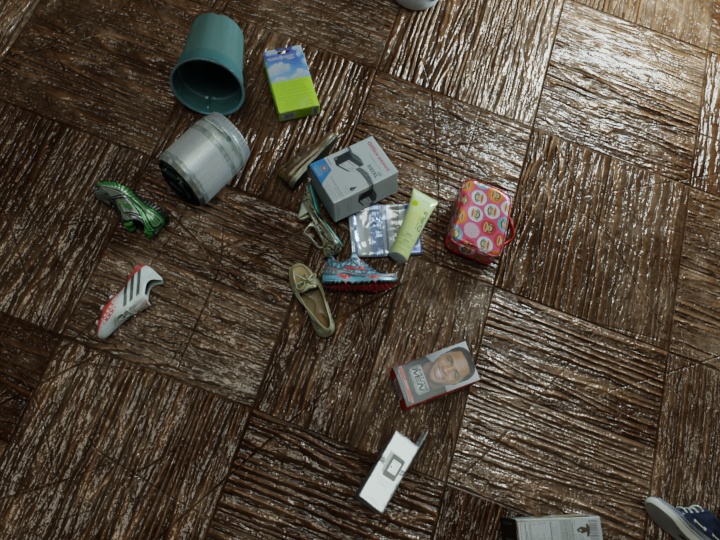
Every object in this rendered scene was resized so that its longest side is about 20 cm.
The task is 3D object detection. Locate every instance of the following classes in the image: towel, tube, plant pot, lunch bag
[{"bbox_3d":[0.063,-0.109,1.632,0.193,0.024,0.152,-2,72,-7],"label":"towel"},{"bbox_3d":[0.134,-0.118,1.610,0.051,0.058,0.204,4,58,42],"label":"tube"},{"bbox_3d":[-0.396,-0.562,1.657,0.193,0.202,0.202,4,62,-5],"label":"plant pot"},{"bbox_3d":[0.325,-0.126,1.636,0.171,0.082,0.205,19,69,0],"label":"lunch bag"}]

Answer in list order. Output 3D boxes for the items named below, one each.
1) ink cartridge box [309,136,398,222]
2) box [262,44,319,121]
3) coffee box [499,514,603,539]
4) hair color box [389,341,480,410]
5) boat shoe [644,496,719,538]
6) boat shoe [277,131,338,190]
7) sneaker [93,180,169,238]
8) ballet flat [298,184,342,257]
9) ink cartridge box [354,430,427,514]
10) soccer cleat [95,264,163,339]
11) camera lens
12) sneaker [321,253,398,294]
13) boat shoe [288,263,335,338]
[{"bbox_3d":[-0.017,-0.242,1.623,0.196,0.085,0.147,-26,62,-14],"label":"ink cartridge box"},{"bbox_3d":[-0.196,-0.527,1.734,0.118,0.048,0.206,-13,73,-12],"label":"box"},{"bbox_3d":[0.424,0.592,1.380,0.193,0.115,0.082,0,70,-5],"label":"coffee box"},{"bbox_3d":[0.179,0.255,1.497,0.194,0.062,0.104,-18,73,-13],"label":"hair color box"},{"bbox_3d":[0.762,0.580,1.451,0.199,0.075,0.093,43,65,1],"label":"boat shoe"},{"bbox_3d":[-0.141,-0.310,1.652,0.068,0.072,0.201,39,71,7],"label":"boat shoe"},{"bbox_3d":[-0.584,-0.155,1.544,0.196,0.078,0.087,28,70,3],"label":"sneaker"},{"bbox_3d":[-0.118,-0.125,1.599,0.074,0.068,0.204,-28,78,1],"label":"ballet flat"},{"bbox_3d":[0.068,0.438,1.392,0.066,0.116,0.202,32,70,7],"label":"ink cartridge box"},{"bbox_3d":[-0.550,0.080,1.473,0.083,0.069,0.203,25,65,7],"label":"soccer cleat"},{"bbox_3d":[-0.397,-0.279,1.565,0.159,0.161,0.201,39,71,8],"label":"camera lens"},{"bbox_3d":[0.000,0.000,1.557,0.193,0.080,0.099,3,68,-6],"label":"sneaker"},{"bbox_3d":[-0.117,0.065,1.528,0.072,0.063,0.203,-27,75,-14],"label":"boat shoe"}]
